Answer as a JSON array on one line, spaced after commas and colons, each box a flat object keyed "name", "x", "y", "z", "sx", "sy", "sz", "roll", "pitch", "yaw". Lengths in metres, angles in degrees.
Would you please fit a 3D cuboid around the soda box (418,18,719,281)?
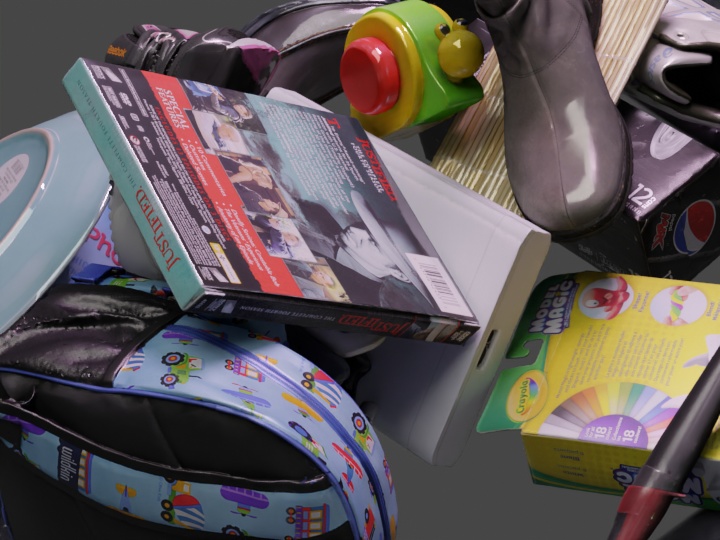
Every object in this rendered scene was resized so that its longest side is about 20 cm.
[{"name": "soda box", "x": 0.112, "y": -0.063, "z": 1.356, "sx": 0.063, "sy": 0.071, "sz": 0.200, "roll": -38, "pitch": 46, "yaw": -19}]

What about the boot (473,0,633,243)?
[{"name": "boot", "x": 0.079, "y": -0.121, "z": 1.254, "sx": 0.068, "sy": 0.131, "sz": 0.201, "roll": -18, "pitch": 54, "yaw": 21}]

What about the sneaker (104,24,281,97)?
[{"name": "sneaker", "x": -0.101, "y": -0.097, "z": 1.328, "sx": 0.086, "sy": 0.200, "sz": 0.080, "roll": 31, "pitch": 81, "yaw": -2}]

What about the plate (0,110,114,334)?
[{"name": "plate", "x": -0.200, "y": -0.016, "z": 1.274, "sx": 0.200, "sy": 0.026, "sz": 0.200, "roll": -36, "pitch": 27, "yaw": 22}]

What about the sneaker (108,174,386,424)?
[{"name": "sneaker", "x": -0.044, "y": 0.006, "z": 1.239, "sx": 0.129, "sy": 0.200, "sz": 0.080, "roll": -4, "pitch": 20, "yaw": 19}]

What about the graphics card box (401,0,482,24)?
[{"name": "graphics card box", "x": 0.038, "y": -0.213, "z": 1.552, "sx": 0.200, "sy": 0.051, "sz": 0.126, "roll": 17, "pitch": 52, "yaw": 30}]

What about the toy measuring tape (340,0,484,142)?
[{"name": "toy measuring tape", "x": 0.005, "y": -0.103, "z": 1.363, "sx": 0.074, "sy": 0.074, "sz": 0.200, "roll": -50, "pitch": 15, "yaw": -31}]

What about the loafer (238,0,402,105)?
[{"name": "loafer", "x": -0.059, "y": -0.103, "z": 1.462, "sx": 0.199, "sy": 0.073, "sz": 0.072, "roll": -22, "pitch": 51, "yaw": 9}]

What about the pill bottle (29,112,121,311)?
[{"name": "pill bottle", "x": -0.170, "y": 0.010, "z": 1.345, "sx": 0.108, "sy": 0.109, "sz": 0.200, "roll": 2, "pitch": 46, "yaw": 19}]

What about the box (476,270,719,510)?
[{"name": "box", "x": 0.167, "y": 0.062, "z": 1.229, "sx": 0.199, "sy": 0.048, "sz": 0.118, "roll": 8, "pitch": 49, "yaw": 22}]

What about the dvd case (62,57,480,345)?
[{"name": "dvd case", "x": -0.040, "y": -0.031, "z": 1.193, "sx": 0.022, "sy": 0.200, "sz": 0.146, "roll": -47, "pitch": 57, "yaw": 28}]

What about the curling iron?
[{"name": "curling iron", "x": 0.143, "y": 0.109, "z": 1.156, "sx": 0.050, "sy": 0.026, "sz": 0.200, "roll": 9, "pitch": 65, "yaw": 54}]

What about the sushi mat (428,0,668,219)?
[{"name": "sushi mat", "x": 0.092, "y": -0.084, "z": 1.319, "sx": 0.095, "sy": 0.012, "sz": 0.200, "roll": 16, "pitch": 72, "yaw": 37}]

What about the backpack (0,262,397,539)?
[{"name": "backpack", "x": -0.069, "y": 0.097, "z": 1.166, "sx": 0.199, "sy": 0.183, "sz": 0.135, "roll": 6, "pitch": 35, "yaw": 29}]

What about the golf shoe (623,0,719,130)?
[{"name": "golf shoe", "x": 0.162, "y": -0.125, "z": 1.348, "sx": 0.199, "sy": 0.079, "sz": 0.097, "roll": 20, "pitch": 15, "yaw": 17}]

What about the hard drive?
[{"name": "hard drive", "x": 0.000, "y": 0.000, "z": 1.304, "sx": 0.200, "sy": 0.026, "sz": 0.132, "roll": 31, "pitch": 104, "yaw": 39}]
